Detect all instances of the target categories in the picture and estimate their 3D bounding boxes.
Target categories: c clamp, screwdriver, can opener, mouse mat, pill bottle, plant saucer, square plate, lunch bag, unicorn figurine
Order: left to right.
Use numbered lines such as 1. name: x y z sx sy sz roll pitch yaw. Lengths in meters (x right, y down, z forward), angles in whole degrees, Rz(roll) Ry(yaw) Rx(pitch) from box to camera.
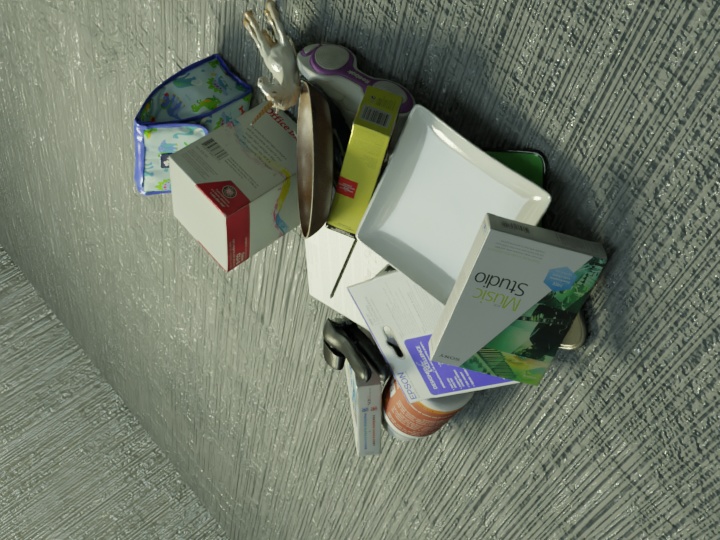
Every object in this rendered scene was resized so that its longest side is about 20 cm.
1. lunch bag: -0.279 -0.223 1.475 0.127 0.199 0.171 45 149 20
2. unicorn figurine: -0.116 -0.289 1.242 0.073 0.200 0.139 -20 101 16
3. plant saucer: -0.060 -0.142 1.191 0.200 0.032 0.203 180 90 -81
4. can opener: -0.004 0.118 1.340 0.200 0.063 0.080 -149 51 -63
5. screwdriver: -0.003 -0.048 1.249 0.028 0.202 0.029 20 162 6
6. pill bottle: 0.095 0.191 1.404 0.112 0.112 0.200 49 150 12
7. square plate: 0.107 -0.065 1.093 0.199 0.028 0.200 37 122 18
8. mouse mat: 0.129 -0.069 1.098 0.198 0.008 0.163 9 111 32
9. c clamp: 0.209 0.030 1.156 0.170 0.027 0.202 18 134 49

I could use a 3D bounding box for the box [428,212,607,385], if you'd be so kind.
1. box: 0.177 0.039 1.059 0.142 0.037 0.202 14 126 -9

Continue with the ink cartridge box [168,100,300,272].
1. ink cartridge box: -0.170 -0.132 1.400 0.145 0.199 0.145 44 152 22

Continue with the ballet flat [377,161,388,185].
1. ballet flat: 0.066 -0.052 1.258 0.067 0.068 0.202 12 131 43

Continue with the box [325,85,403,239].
1. box: 0.002 -0.131 1.150 0.050 0.076 0.201 19 144 -1

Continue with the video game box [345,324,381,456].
1. video game box: 0.002 0.165 1.488 0.184 0.046 0.202 86 176 -46

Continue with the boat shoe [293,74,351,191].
1. boat shoe: -0.044 -0.183 1.295 0.075 0.062 0.202 -1 117 59

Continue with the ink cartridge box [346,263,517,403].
1. ink cartridge box: 0.107 0.072 1.214 0.198 0.043 0.200 -17 109 34

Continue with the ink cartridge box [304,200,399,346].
1. ink cartridge box: 0.000 0.000 1.327 0.199 0.047 0.162 28 134 36

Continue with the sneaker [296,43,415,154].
1. sneaker: -0.015 -0.223 1.196 0.200 0.075 0.100 41 147 27
